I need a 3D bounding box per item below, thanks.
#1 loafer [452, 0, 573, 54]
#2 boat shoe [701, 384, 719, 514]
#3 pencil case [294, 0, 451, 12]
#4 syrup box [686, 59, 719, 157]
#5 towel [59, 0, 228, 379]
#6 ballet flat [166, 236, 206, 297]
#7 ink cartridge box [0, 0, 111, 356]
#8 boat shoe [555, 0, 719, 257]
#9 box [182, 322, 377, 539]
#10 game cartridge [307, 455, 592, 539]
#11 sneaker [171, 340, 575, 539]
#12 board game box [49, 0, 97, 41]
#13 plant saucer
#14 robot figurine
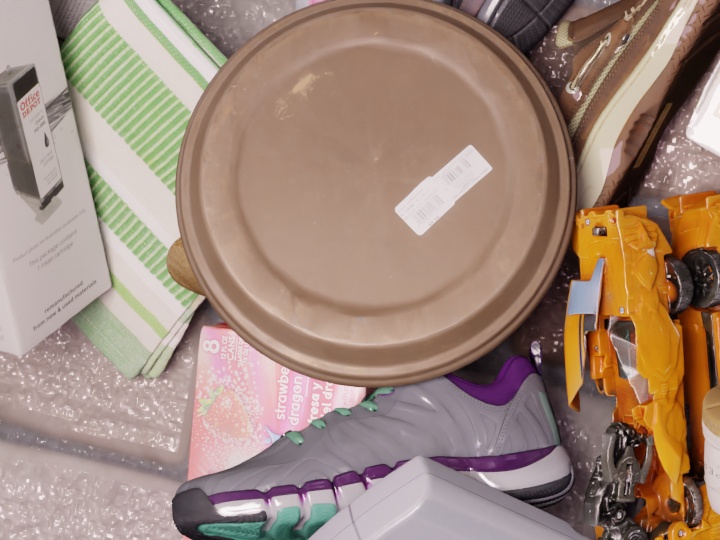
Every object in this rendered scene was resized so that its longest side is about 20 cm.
[{"bbox_3d":[0.100,-0.195,1.087,0.063,0.072,0.201,37,94,29],"label":"loafer"},{"bbox_3d":[0.262,0.088,1.036,0.198,0.071,0.070,-3,113,-8],"label":"boat shoe"},{"bbox_3d":[0.007,-0.192,1.097,0.090,0.083,0.202,6,94,32],"label":"pencil case"},{"bbox_3d":[0.266,-0.053,1.036,0.199,0.079,0.082,30,100,12],"label":"syrup box"},{"bbox_3d":[-0.121,-0.048,1.125,0.153,0.023,0.200,46,129,7],"label":"towel"},{"bbox_3d":[0.000,0.000,1.054,0.198,0.068,0.073,-8,53,2],"label":"ballet flat"},{"bbox_3d":[-0.227,-0.070,1.104,0.146,0.083,0.201,11,125,32],"label":"ink cartridge box"},{"bbox_3d":[0.133,-0.110,1.073,0.075,0.075,0.203,33,101,17],"label":"boat shoe"},{"bbox_3d":[-0.035,0.129,1.112,0.094,0.103,0.202,6,95,14],"label":"box"},{"bbox_3d":[0.009,0.183,1.011,0.133,0.042,0.200,24,116,-32],"label":"game cartridge"},{"bbox_3d":[0.002,0.085,1.029,0.199,0.074,0.088,-5,70,-14],"label":"sneaker"},{"bbox_3d":[-0.158,-0.239,1.162,0.135,0.035,0.201,29,100,12],"label":"board game box"},{"bbox_3d":[0.007,-0.044,1.021,0.198,0.029,0.202,-1,76,2],"label":"plant saucer"},{"bbox_3d":[0.158,0.064,1.056,0.058,0.144,0.202,4,99,53],"label":"robot figurine"}]
